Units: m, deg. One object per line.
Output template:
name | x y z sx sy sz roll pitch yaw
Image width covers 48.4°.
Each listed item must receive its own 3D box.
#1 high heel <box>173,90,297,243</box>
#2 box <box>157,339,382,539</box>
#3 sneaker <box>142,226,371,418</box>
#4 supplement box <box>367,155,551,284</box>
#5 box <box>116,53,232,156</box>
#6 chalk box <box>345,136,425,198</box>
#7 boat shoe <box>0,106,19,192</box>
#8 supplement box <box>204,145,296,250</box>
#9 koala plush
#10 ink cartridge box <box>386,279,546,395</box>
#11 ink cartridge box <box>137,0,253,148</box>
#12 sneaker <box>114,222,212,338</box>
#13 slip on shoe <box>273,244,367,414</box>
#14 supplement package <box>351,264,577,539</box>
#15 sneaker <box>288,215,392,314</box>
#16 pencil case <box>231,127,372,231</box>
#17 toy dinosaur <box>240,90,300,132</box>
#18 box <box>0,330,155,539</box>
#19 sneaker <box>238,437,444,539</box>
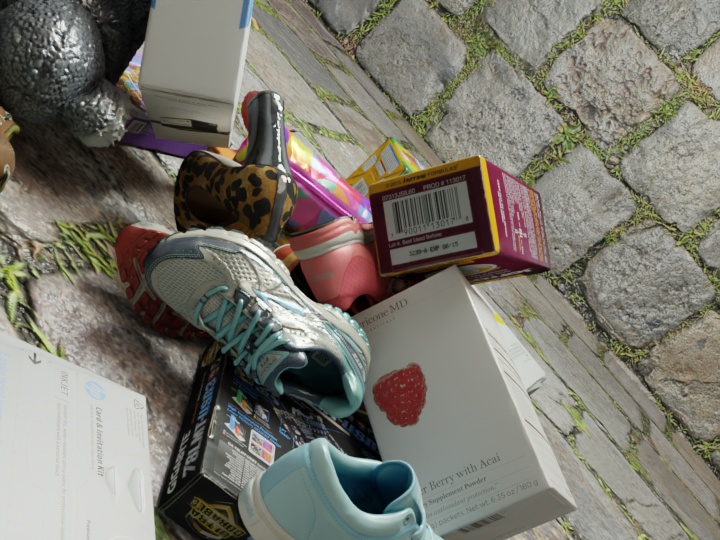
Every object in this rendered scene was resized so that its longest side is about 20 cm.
high heel | -0.119 -0.043 0.693 0.071 0.200 0.143 16 49 -29
box | -0.044 0.155 0.607 0.200 0.050 0.199 41 17 -19
sneaker | -0.070 0.041 0.596 0.199 0.078 0.087 31 24 -21
supplement box | 0.101 -0.038 0.764 0.200 0.110 0.086 9 72 -63
box | -0.246 -0.196 0.922 0.137 0.039 0.200 52 17 14
chalk box | 0.089 -0.115 1.434 0.200 0.124 0.125 36 20 -34
boat shoe | -0.265 -0.075 0.536 0.068 0.072 0.200 35 20 -33
supplement box | -0.109 -0.039 0.862 0.200 0.069 0.066 54 19 13
koala plush | -0.263 -0.197 0.679 0.177 0.183 0.201 37 29 -29
ink cartridge box | 0.084 0.095 0.899 0.200 0.145 0.144 51 17 14
ink cartridge box | -0.149 -0.207 0.752 0.083 0.146 0.200 8 -3 -11
sneaker | -0.133 0.015 0.684 0.200 0.078 0.082 41 9 -49
slip on shoe | -0.024 0.063 0.779 0.201 0.074 0.061 58 -17 -16
supplement package | 0.080 0.122 0.681 0.120 0.121 0.201 44 23 -57
sneaker | 0.000 0.000 0.749 0.200 0.073 0.087 -7 82 -64
pencil case | -0.047 -0.072 0.836 0.200 0.088 0.089 36 20 -32
toy dinosaur | -0.083 -0.069 0.913 0.200 0.105 0.182 38 25 -61
box | -0.193 0.091 0.393 0.200 0.041 0.156 34 21 -37
sneaker | 0.021 0.168 0.518 0.200 0.082 0.074 34 23 -37
